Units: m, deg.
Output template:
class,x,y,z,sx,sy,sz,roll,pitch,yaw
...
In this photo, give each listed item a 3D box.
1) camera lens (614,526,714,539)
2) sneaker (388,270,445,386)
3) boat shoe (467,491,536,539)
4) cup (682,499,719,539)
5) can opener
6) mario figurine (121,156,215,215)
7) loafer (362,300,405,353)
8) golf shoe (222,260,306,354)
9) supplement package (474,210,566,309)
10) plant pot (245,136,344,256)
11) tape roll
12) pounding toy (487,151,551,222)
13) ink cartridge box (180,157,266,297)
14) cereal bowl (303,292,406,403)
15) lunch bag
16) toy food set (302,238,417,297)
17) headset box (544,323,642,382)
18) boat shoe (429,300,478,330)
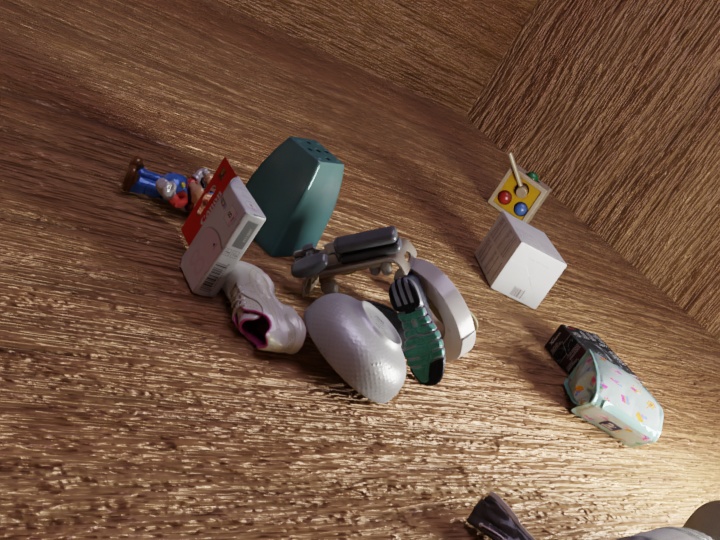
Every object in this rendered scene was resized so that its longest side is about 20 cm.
class,x,y,z,sx,sy,sz,roll,pitch,yaw
camera lens,0.423,0.445,1.151,0.199,0.161,0.160,9,31,-46
sneaker,0.113,0.100,1.470,0.087,0.074,0.202,-36,113,-65
boat shoe,0.230,0.399,1.144,0.200,0.057,0.067,46,-12,21
cup,0.556,0.477,1.274,0.142,0.202,0.200,-15,48,-37
can opener,-0.026,-0.024,1.452,0.054,0.198,0.067,62,23,-44
mario figurine,-0.319,-0.160,1.490,0.198,0.106,0.125,18,59,-17
loafer,0.061,0.112,1.522,0.199,0.072,0.063,30,1,-25
golf shoe,-0.170,0.053,1.291,0.200,0.076,0.091,43,26,27
supplement package,0.426,-0.030,2.226,0.151,0.151,0.201,25,22,-18
plant pot,-0.131,-0.152,1.619,0.141,0.201,0.141,41,22,24
tape roll,0.136,0.074,1.544,0.037,0.204,0.203,-31,57,-22
pounding toy,0.561,-0.289,2.930,0.184,0.201,0.142,37,21,13
ink cartridge box,-0.244,-0.079,1.346,0.057,0.163,0.200,18,25,-45
cereal bowl,0.005,0.111,1.329,0.200,0.083,0.200,44,13,-13
lunch bag,0.533,0.279,1.743,0.169,0.123,0.200,32,15,-4
toy food set,0.000,0.000,1.525,0.144,0.198,0.061,-54,131,-69
headset box,0.553,0.227,1.947,0.148,0.078,0.200,15,28,-38
boat shoe,0.162,0.069,1.742,0.199,0.073,0.065,29,21,6
